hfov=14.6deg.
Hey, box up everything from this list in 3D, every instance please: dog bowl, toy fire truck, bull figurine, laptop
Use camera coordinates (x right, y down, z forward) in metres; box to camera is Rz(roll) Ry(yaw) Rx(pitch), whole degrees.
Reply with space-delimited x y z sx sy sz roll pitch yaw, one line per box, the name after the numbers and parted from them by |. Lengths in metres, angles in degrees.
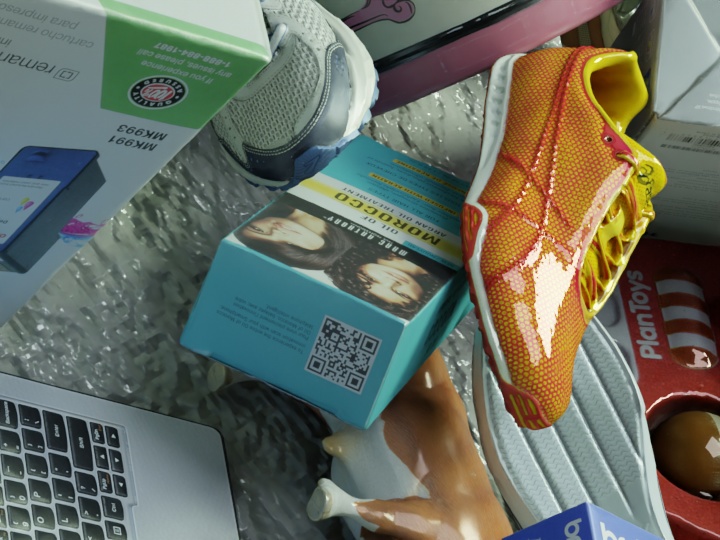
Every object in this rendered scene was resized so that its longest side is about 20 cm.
0.043 -0.132 1.302 0.200 0.200 0.074 -37 104 -54 | dog bowl
0.158 0.062 1.314 0.168 0.112 0.200 5 47 -12 | toy fire truck
0.016 0.095 1.147 0.121 0.065 0.200 14 35 -35 | bull figurine
-0.089 0.088 1.011 0.200 0.116 0.187 17 46 -35 | laptop

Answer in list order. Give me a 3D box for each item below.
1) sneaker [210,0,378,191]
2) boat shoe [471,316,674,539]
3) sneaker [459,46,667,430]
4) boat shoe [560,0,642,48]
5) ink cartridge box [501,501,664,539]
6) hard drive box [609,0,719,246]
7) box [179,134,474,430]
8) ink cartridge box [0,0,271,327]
-0.059 -0.113 1.178 0.085 0.077 0.200 38 19 -43 | sneaker
0.095 0.105 1.216 0.073 0.067 0.200 -16 80 -11 | boat shoe
0.085 -0.022 1.160 0.073 0.077 0.200 65 26 -47 | sneaker
0.121 -0.157 1.431 0.074 0.200 0.076 20 50 36 | boat shoe
0.135 0.166 1.101 0.200 0.044 0.094 28 45 -45 | ink cartridge box
0.193 -0.068 1.331 0.156 0.200 0.077 8 75 -6 | hard drive box
0.000 0.000 1.162 0.082 0.049 0.200 25 20 8 | box
-0.151 -0.067 1.024 0.145 0.200 0.088 14 50 -39 | ink cartridge box
